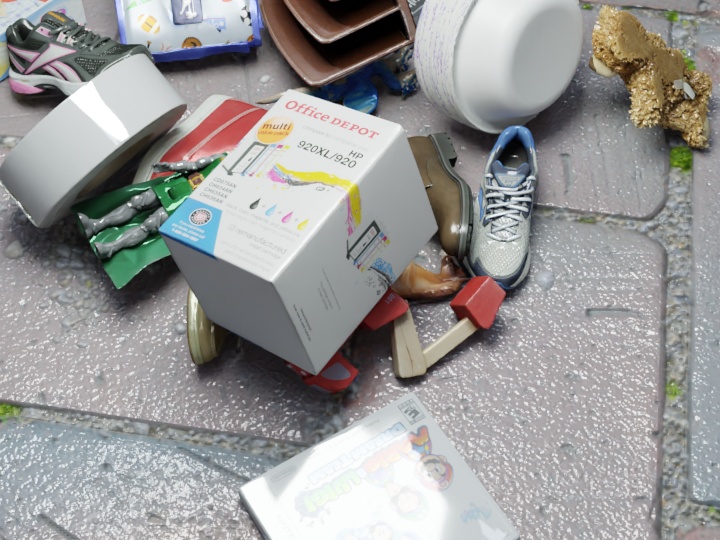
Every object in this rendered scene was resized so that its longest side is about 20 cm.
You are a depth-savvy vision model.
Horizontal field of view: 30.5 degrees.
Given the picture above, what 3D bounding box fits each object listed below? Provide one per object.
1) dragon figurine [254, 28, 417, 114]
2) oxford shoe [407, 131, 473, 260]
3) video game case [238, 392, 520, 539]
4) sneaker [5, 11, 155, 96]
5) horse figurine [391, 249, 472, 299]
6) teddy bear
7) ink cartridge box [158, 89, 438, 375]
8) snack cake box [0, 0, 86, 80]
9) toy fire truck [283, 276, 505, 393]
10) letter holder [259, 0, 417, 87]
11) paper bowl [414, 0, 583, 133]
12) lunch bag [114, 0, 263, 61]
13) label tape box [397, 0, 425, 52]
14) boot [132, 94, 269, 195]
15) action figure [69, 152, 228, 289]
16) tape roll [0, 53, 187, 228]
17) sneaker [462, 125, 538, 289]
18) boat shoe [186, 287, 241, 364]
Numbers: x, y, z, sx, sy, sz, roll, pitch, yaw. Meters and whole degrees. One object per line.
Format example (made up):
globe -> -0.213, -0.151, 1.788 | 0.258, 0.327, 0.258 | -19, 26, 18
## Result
dragon figurine -> -0.015, -0.208, 1.509 | 0.200, 0.100, 0.059 | -35, 48, -13
oxford shoe -> 0.070, -0.075, 1.402 | 0.084, 0.073, 0.200 | -3, 35, -12
video game case -> 0.016, 0.228, 1.230 | 0.200, 0.024, 0.182 | -27, 60, -19
sneaker -> -0.326, -0.245, 1.473 | 0.200, 0.087, 0.080 | 2, 28, 28
horse figurine -> 0.000, 0.000, 1.369 | 0.200, 0.050, 0.133 | -24, 75, -26
teddy bear -> 0.326, -0.212, 1.484 | 0.200, 0.067, 0.145 | 15, 64, -38
ink cartridge box -> -0.053, -0.040, 1.236 | 0.147, 0.145, 0.200 | 23, 62, 33
snack cake box -> -0.440, -0.293, 1.565 | 0.115, 0.067, 0.200 | 36, 61, 24
toy fire truck -> 0.035, 0.058, 1.318 | 0.141, 0.049, 0.200 | 42, 78, -13
letter holder -> -0.045, -0.315, 1.478 | 0.142, 0.101, 0.200 | -27, 46, -2
paper bowl -> 0.164, -0.249, 1.443 | 0.201, 0.201, 0.104 | -38, 44, -24
lunch bag -> -0.206, -0.337, 1.568 | 0.170, 0.124, 0.200 | -7, 61, -2
label tape box -> 0.064, -0.373, 1.632 | 0.143, 0.066, 0.200 | 36, 63, 22
boot -> -0.144, -0.109, 1.420 | 0.144, 0.072, 0.200 | 17, 52, 28
action figure -> -0.186, -0.074, 1.353 | 0.200, 0.055, 0.118 | -28, 64, -15
tape roll -> -0.277, -0.133, 1.370 | 0.202, 0.202, 0.071 | -43, 95, -26
sneaker -> 0.151, -0.073, 1.408 | 0.077, 0.085, 0.200 | 7, 55, 4
boat shoe -> -0.133, 0.009, 1.353 | 0.063, 0.073, 0.200 | 6, 54, 7
